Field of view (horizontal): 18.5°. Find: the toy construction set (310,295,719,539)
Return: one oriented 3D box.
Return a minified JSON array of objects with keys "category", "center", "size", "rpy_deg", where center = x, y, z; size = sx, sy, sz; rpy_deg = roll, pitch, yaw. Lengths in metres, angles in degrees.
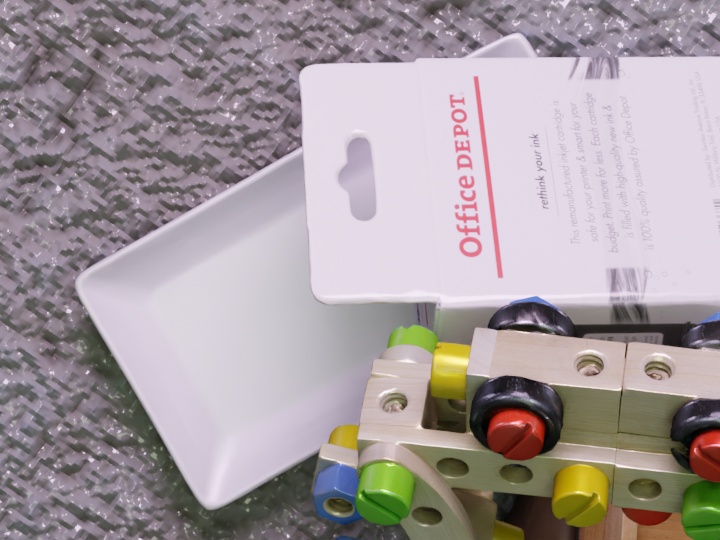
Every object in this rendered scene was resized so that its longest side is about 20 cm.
[{"category":"toy construction set","center":[0.079,0.067,0.731],"size":[0.200,0.092,0.131],"rpy_deg":[-5,135,-2]}]

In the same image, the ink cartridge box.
[{"category":"ink cartridge box","center":[0.078,-0.014,0.798],"size":[0.200,0.067,0.116],"rpy_deg":[-1,52,-4]}]

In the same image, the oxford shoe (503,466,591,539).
[{"category":"oxford shoe","center":[0.046,0.138,0.856],"size":[0.084,0.073,0.200],"rpy_deg":[18,92,0]}]

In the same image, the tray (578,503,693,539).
[{"category":"tray","center":[0.177,0.108,0.840],"size":[0.200,0.037,0.099],"rpy_deg":[8,81,-22]}]

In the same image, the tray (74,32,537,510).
[{"category":"tray","center":[0.000,0.000,0.866],"size":[0.200,0.022,0.107],"rpy_deg":[-29,95,0]}]
